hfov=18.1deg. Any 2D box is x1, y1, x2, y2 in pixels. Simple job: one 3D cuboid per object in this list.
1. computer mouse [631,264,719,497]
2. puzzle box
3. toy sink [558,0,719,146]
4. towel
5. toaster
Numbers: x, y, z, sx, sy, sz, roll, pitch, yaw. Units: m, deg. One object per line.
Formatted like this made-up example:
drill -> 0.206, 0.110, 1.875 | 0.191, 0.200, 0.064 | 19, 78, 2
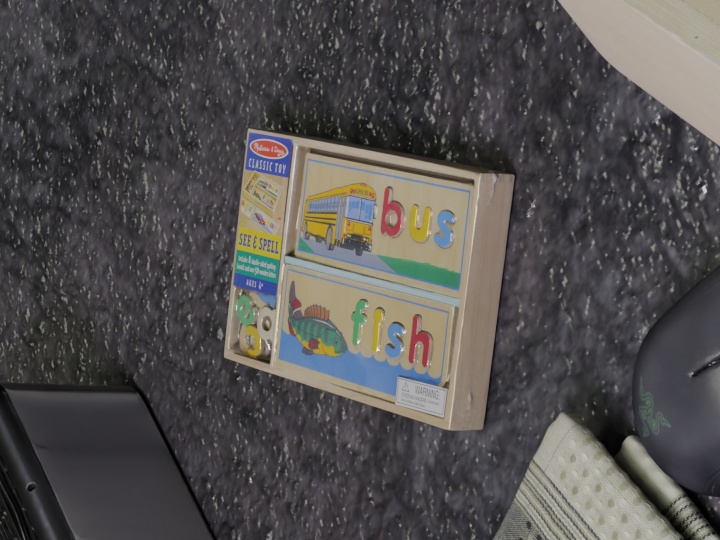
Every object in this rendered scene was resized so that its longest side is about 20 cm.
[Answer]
computer mouse -> 0.177, 0.025, 0.976 | 0.200, 0.052, 0.139 | -47, 56, 38
puzzle box -> 0.000, 0.000, 1.209 | 0.199, 0.025, 0.134 | 13, 98, 50
toy sink -> 0.171, -0.111, 0.904 | 0.112, 0.130, 0.200 | -47, 48, 0
towel -> 0.120, 0.194, 1.063 | 0.200, 0.034, 0.194 | 49, 127, 36
toaster -> -0.194, 0.177, 1.362 | 0.181, 0.118, 0.201 | -55, 51, 32
